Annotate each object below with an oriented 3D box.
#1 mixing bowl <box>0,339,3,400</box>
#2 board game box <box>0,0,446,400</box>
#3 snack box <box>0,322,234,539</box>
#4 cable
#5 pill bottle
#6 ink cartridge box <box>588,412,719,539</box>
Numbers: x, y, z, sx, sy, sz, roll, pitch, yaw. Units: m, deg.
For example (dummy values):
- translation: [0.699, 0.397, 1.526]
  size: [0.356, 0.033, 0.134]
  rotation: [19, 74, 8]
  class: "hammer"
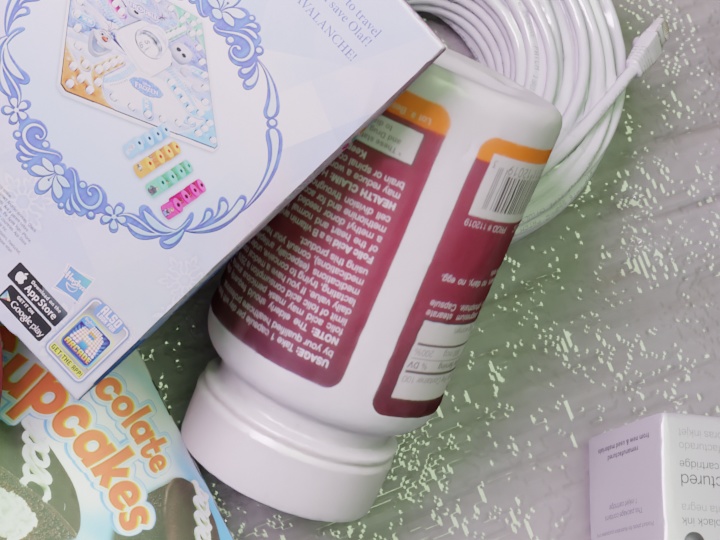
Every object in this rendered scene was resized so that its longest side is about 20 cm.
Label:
- translation: [-0.241, 0.047, 0.613]
  size: [0.197, 0.108, 0.203]
  rotation: [-1, 98, -7]
  class: "mixing bowl"
- translation: [-0.104, -0.091, 0.625]
  size: [0.199, 0.043, 0.200]
  rotation: [-42, 93, 9]
  class: "board game box"
- translation: [-0.140, 0.086, 0.721]
  size: [0.115, 0.037, 0.202]
  rotation: [-26, 85, -25]
  class: "snack box"
- translation: [0.039, -0.107, 0.826]
  size: [0.199, 0.069, 0.201]
  rotation: [34, 68, -8]
  class: "cable"
- translation: [0.000, 0.000, 0.714]
  size: [0.113, 0.114, 0.202]
  rotation: [21, 103, -13]
  class: "pill bottle"
- translation: [0.193, 0.181, 0.792]
  size: [0.144, 0.083, 0.203]
  rotation: [6, 73, -19]
  class: "ink cartridge box"
